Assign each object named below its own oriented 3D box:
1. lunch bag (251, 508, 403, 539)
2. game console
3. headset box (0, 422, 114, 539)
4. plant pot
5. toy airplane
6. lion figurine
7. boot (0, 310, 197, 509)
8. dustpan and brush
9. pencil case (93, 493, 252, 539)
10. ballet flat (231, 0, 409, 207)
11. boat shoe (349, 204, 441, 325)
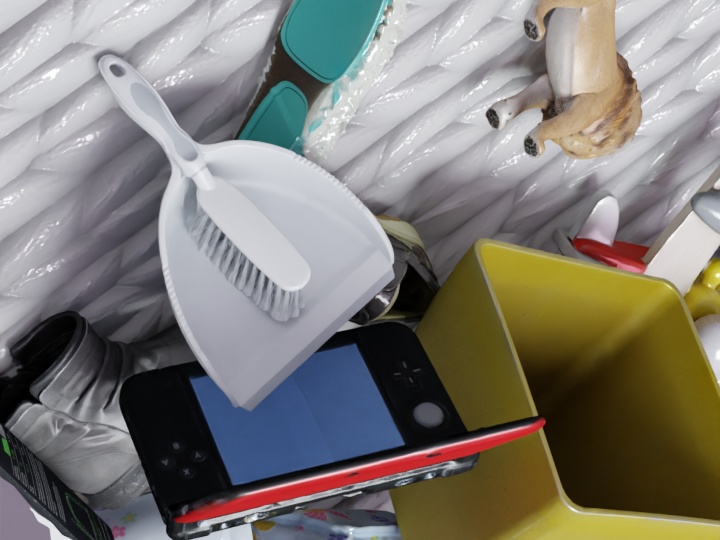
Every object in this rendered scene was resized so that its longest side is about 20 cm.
[{"bbox_3d":[0.013,0.256,1.286,0.200,0.127,0.171,14,83,-49],"label":"lunch bag"},{"bbox_3d":[-0.023,0.078,1.048,0.199,0.173,0.119,-10,140,-21],"label":"game console"},{"bbox_3d":[-0.265,0.163,1.042,0.174,0.093,0.200,-43,115,-1],"label":"headset box"},{"bbox_3d":[0.123,0.122,1.219,0.199,0.201,0.176,11,139,-37],"label":"plant pot"},{"bbox_3d":[0.229,0.022,1.351,0.199,0.141,0.201,-27,139,-18],"label":"toy airplane"},{"bbox_3d":[0.140,-0.151,1.174,0.122,0.072,0.201,-27,135,-30],"label":"lion figurine"},{"bbox_3d":[-0.140,0.057,1.129,0.200,0.070,0.132,-49,136,0],"label":"boot"},{"bbox_3d":[-0.082,-0.039,1.025,0.140,0.200,0.057,-42,177,-24],"label":"dustpan and brush"},{"bbox_3d":[-0.166,0.194,1.191,0.199,0.091,0.084,-15,113,-17],"label":"pencil case"},{"bbox_3d":[-0.022,-0.115,1.077,0.072,0.072,0.200,5,128,-43],"label":"ballet flat"},{"bbox_3d":[0.000,0.000,1.159,0.073,0.065,0.200,-51,157,20],"label":"boat shoe"}]
